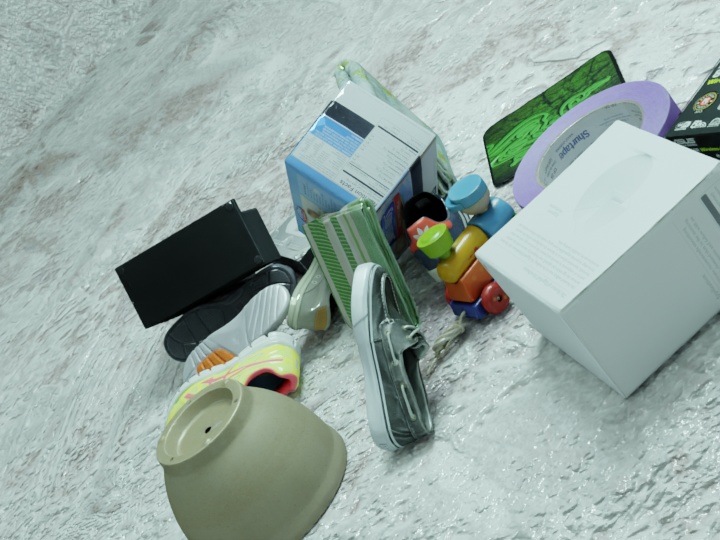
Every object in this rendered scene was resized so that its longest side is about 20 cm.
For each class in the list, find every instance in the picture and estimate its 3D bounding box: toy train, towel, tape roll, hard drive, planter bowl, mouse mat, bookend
[{"bbox_3d":[0.101,0.001,1.620,0.200,0.116,0.084,-50,26,-19],"label":"toy train"},{"bbox_3d":[0.046,-0.185,1.942,0.048,0.171,0.200,-42,24,11],"label":"towel"},{"bbox_3d":[0.264,-0.115,1.636,0.199,0.066,0.201,-33,27,19],"label":"tape roll"},{"bbox_3d":[-0.039,-0.082,2.057,0.200,0.038,0.139,-48,25,-12],"label":"hard drive"},{"bbox_3d":[-0.132,0.202,1.607,0.200,0.135,0.201,-33,25,17],"label":"planter bowl"},{"bbox_3d":[0.000,0.000,1.695,0.023,0.154,0.200,-25,4,-21],"label":"towel"},{"bbox_3d":[0.239,-0.191,1.870,0.199,0.008,0.161,-35,25,16],"label":"mouse mat"},{"bbox_3d":[-0.190,-0.020,2.018,0.199,0.093,0.199,-28,-1,22],"label":"bookend"}]

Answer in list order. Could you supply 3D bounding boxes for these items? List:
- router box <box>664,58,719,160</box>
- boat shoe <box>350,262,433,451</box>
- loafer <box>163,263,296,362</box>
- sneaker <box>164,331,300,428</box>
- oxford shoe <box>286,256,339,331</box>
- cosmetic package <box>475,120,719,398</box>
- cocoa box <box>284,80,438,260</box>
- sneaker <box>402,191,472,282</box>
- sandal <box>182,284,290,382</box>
[{"bbox_3d":[0.422,-0.169,1.498,0.150,0.062,0.199,-51,26,-23],"label":"router box"},{"bbox_3d":[0.040,0.085,1.563,0.070,0.072,0.202,-16,73,21],"label":"boat shoe"},{"bbox_3d":[-0.168,0.057,1.996,0.199,0.072,0.063,-32,3,8],"label":"loafer"},{"bbox_3d":[-0.152,0.156,1.784,0.200,0.078,0.090,-39,31,9],"label":"sneaker"},{"bbox_3d":[-0.038,0.014,1.880,0.057,0.076,0.200,13,34,9],"label":"oxford shoe"},{"bbox_3d":[0.247,-0.015,1.426,0.200,0.123,0.199,-41,25,-3],"label":"cosmetic package"},{"bbox_3d":[0.004,-0.101,1.793,0.132,0.133,0.200,-52,-16,-17],"label":"cocoa box"},{"bbox_3d":[0.089,-0.062,1.760,0.075,0.085,0.200,-37,13,13],"label":"sneaker"},{"bbox_3d":[-0.142,0.100,1.876,0.206,0.059,0.080,-41,46,27],"label":"sandal"}]
